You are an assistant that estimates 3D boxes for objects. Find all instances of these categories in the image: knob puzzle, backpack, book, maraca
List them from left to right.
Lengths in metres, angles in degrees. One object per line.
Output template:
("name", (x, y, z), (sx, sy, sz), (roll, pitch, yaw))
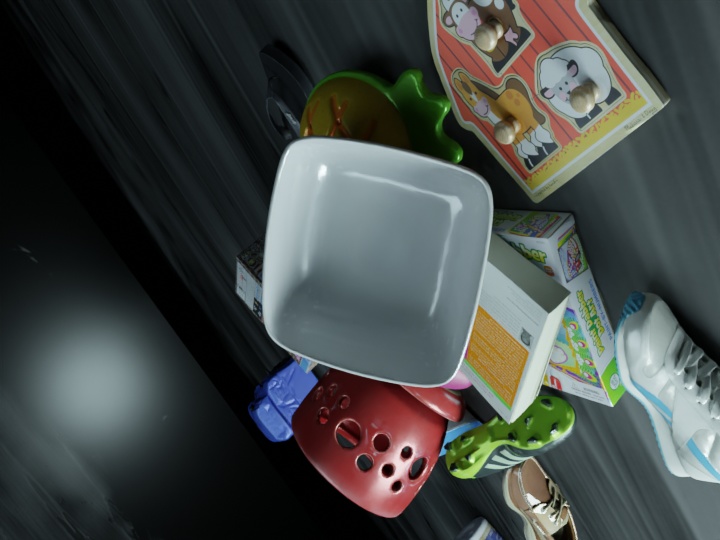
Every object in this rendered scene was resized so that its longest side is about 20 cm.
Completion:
("backpack", (-0.168, 0.292, 1.573), (0.165, 0.166, 0.200), (57, 161, -1))
("maraca", (0.015, -0.129, 0.685), (0.197, 0.107, 0.140), (4, 124, 45))
("book", (0.131, 0.051, 0.709), (0.133, 0.048, 0.202), (43, 155, 28))
("knob puzzle", (0.114, -0.159, 0.549), (0.219, 0.030, 0.222), (41, 155, 23))

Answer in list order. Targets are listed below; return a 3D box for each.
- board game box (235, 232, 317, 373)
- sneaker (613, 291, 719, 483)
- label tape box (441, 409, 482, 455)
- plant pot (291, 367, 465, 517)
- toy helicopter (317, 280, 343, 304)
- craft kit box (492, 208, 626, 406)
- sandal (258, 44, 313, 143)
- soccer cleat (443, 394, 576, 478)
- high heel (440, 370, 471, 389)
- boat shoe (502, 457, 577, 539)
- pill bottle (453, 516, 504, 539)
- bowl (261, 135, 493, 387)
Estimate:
("board game box", (-0.115, 0.051, 1.198), (0.200, 0.096, 0.160), (46, 157, 9))
("sneaker", (0.277, 0.097, 0.587), (0.080, 0.077, 0.202), (-4, 129, 52))
("label tape box", (0.109, 0.233, 1.099), (0.199, 0.063, 0.145), (43, 156, 19))
("plant pot", (0.030, 0.193, 0.954), (0.198, 0.184, 0.200), (36, -176, -3))
("toy helicopter", (0.000, 0.000, 0.785), (0.130, 0.199, 0.081), (31, 111, 21))
("craft kit box", (0.163, 0.030, 0.727), (0.198, 0.048, 0.201), (11, 132, 57))
("sandal", (-0.079, -0.176, 0.863), (0.075, 0.043, 0.203), (28, 148, 41))
("soccer cleat", (0.191, 0.209, 0.872), (0.080, 0.069, 0.198), (19, 140, -38))
("high heel", (0.056, 0.106, 0.802), (0.196, 0.068, 0.097), (26, -160, -16))
("boat shoe", (0.253, 0.319, 0.962), (0.071, 0.076, 0.202), (10, 140, 45))
("pill bottle", (0.251, 0.558, 1.261), (0.200, 0.111, 0.112), (46, 157, 9))
("bowl", (0.014, -0.013, 0.632), (0.194, 0.075, 0.206), (13, 107, 10))
